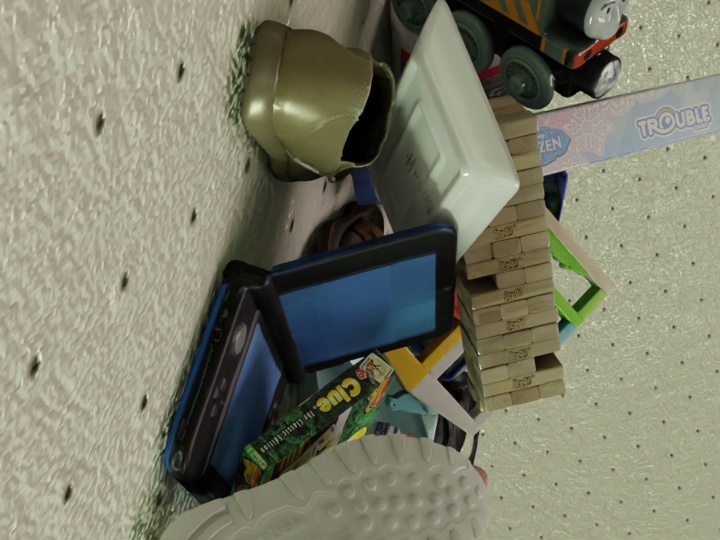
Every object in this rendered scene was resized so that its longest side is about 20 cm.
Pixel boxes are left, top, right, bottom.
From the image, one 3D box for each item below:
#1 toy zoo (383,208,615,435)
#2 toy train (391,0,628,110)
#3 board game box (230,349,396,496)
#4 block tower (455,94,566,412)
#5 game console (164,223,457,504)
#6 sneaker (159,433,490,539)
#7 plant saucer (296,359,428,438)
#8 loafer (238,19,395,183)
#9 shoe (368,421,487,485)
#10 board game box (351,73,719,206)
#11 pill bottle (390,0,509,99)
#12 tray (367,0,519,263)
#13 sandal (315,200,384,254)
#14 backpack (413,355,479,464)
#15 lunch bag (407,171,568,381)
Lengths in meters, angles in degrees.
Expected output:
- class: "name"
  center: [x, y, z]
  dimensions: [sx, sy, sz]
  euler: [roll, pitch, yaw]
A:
- class: "toy zoo"
  center: [0.092, 0.038, 1.023]
  dimensions: [0.200, 0.131, 0.020]
  euler: [-44, -165, -7]
- class: "toy train"
  center: [0.093, -0.193, 0.861]
  dimensions: [0.085, 0.200, 0.114]
  euler: [-36, 148, -27]
- class: "board game box"
  center: [-0.041, 0.131, 0.795]
  dimensions: [0.105, 0.023, 0.200]
  euler: [-38, 162, -31]
- class: "block tower"
  center: [0.085, -0.009, 0.786]
  dimensions: [0.054, 0.058, 0.200]
  euler: [-114, -168, -66]
- class: "game console"
  center: [-0.021, 0.069, 0.765]
  dimensions: [0.200, 0.118, 0.171]
  euler: [79, 27, -69]
- class: "sneaker"
  center: [-0.024, 0.146, 0.713]
  dimensions: [0.081, 0.200, 0.076]
  euler: [121, -44, -57]
- class: "plant saucer"
  center: [0.001, 0.125, 1.008]
  dimensions: [0.200, 0.036, 0.200]
  euler: [51, 27, -39]
- class: "loafer"
  center: [-0.016, -0.083, 0.713]
  dimensions: [0.200, 0.067, 0.076]
  euler: [8, 97, -81]
- class: "shoe"
  center: [0.015, 0.206, 0.889]
  dimensions: [0.071, 0.091, 0.200]
  euler: [-59, 171, -73]
- class: "board game box"
  center: [0.123, -0.091, 0.927]
  dimensions: [0.199, 0.200, 0.043]
  euler: [-4, -80, 65]
- class: "pill bottle"
  center: [0.080, -0.160, 1.053]
  dimensions: [0.200, 0.111, 0.111]
  euler: [86, 21, -65]
- class: "tray"
  center: [0.037, -0.062, 0.729]
  dimensions: [0.200, 0.022, 0.107]
  euler: [120, -51, -73]
- class: "sandal"
  center: [0.000, 0.000, 0.969]
  dimensions: [0.200, 0.055, 0.082]
  euler: [-51, 148, -69]
- class: "backpack"
  center: [0.054, 0.197, 1.422]
  dimensions: [0.167, 0.126, 0.200]
  euler: [24, 82, -70]
- class: "lunch bag"
  center: [0.097, -0.016, 1.126]
  dimensions: [0.200, 0.127, 0.170]
  euler: [-46, -177, 2]
